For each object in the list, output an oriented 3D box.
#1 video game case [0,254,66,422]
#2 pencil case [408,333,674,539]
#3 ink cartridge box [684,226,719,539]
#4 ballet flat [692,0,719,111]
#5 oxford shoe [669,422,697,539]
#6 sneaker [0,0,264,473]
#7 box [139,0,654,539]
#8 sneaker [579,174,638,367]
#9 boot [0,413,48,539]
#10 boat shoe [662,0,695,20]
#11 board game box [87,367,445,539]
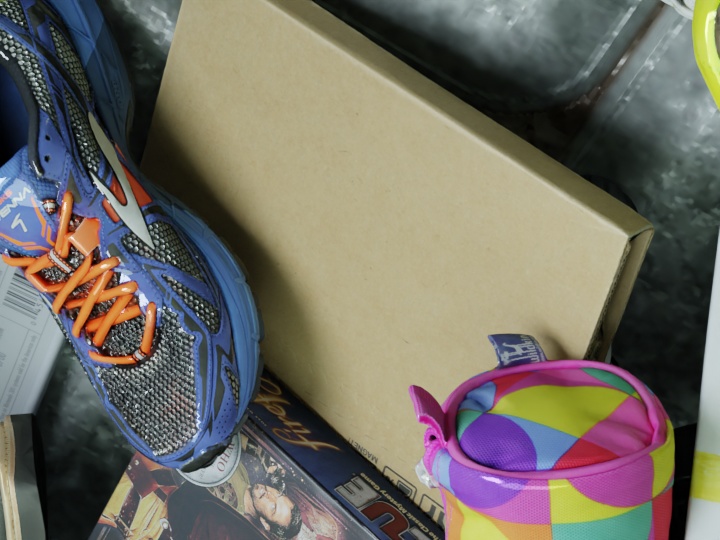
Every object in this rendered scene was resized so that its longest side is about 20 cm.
[{"bbox_3d":[-0.203,-0.001,1.124,0.182,0.023,0.200,25,127,-2],"label":"video game case"},{"bbox_3d":[0.062,0.123,0.954,0.088,0.088,0.201,4,120,13],"label":"pencil case"},{"bbox_3d":[0.185,0.071,0.949,0.144,0.201,0.083,5,160,10],"label":"ink cartridge box"},{"bbox_3d":[0.164,-0.016,0.894,0.067,0.067,0.200,-34,103,-5],"label":"ballet flat"},{"bbox_3d":[0.166,0.095,1.032,0.199,0.073,0.084,-7,159,0],"label":"oxford shoe"},{"bbox_3d":[-0.105,-0.016,1.000,0.075,0.078,0.201,-38,75,30],"label":"sneaker"},{"bbox_3d":[0.000,0.000,1.013,0.200,0.021,0.164,35,126,25],"label":"box"},{"bbox_3d":[0.071,0.048,1.059,0.088,0.074,0.200,19,130,-14],"label":"sneaker"},{"bbox_3d":[-0.196,0.134,1.141,0.138,0.078,0.201,3,135,-9],"label":"boot"},{"bbox_3d":[0.128,-0.105,0.931,0.199,0.069,0.071,25,122,-3],"label":"boat shoe"},{"bbox_3d":[-0.051,0.147,1.059,0.135,0.035,0.200,40,120,20],"label":"board game box"}]
